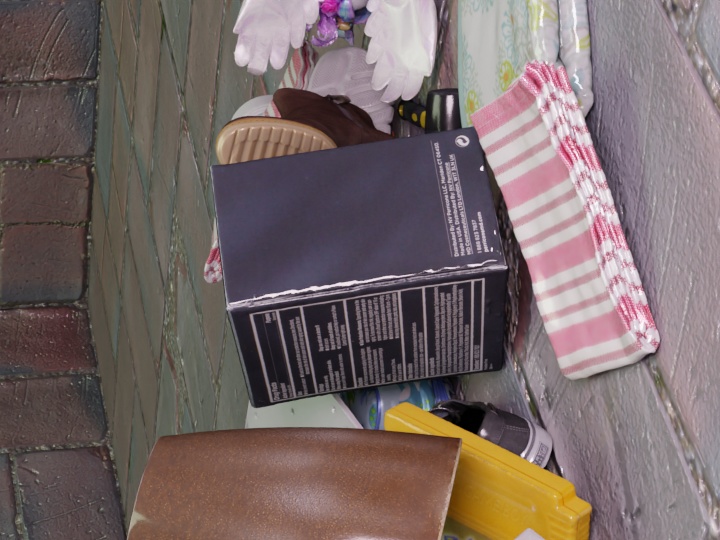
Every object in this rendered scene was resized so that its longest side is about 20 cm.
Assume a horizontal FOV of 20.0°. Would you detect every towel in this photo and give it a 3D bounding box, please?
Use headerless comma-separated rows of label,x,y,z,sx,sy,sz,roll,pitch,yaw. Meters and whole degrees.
towel,-0.095,-0.102,1.873,0.200,0.030,0.146,-58,14,29
towel,0.108,-0.188,1.418,0.171,0.048,0.200,160,106,-76
towel,0.128,-0.028,1.331,0.146,0.030,0.200,141,111,-74

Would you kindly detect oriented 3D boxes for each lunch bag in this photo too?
lunch bag,0.025,0.158,1.759,0.161,0.082,0.200,-126,35,-65

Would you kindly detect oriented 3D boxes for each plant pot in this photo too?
plant pot,-0.050,0.180,1.361,0.187,0.200,0.187,13,-90,-88

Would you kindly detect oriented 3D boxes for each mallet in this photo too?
mallet,0.057,-0.133,1.669,0.200,0.041,0.066,-121,31,-70

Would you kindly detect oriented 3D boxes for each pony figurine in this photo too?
pony figurine,-0.008,-0.244,1.701,0.200,0.166,0.193,-63,-16,-86

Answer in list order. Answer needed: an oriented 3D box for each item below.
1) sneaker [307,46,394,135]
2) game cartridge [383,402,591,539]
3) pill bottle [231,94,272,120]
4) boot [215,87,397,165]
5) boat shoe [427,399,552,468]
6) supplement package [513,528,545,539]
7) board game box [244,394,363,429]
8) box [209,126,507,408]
sneaker,0.000,-0.091,1.779,0.112,0.077,0.200,85,175,-61
game cartridge,0.083,0.214,1.459,0.176,0.032,0.200,23,125,37
pill bottle,-0.075,-0.091,2.040,0.200,0.112,0.112,-112,23,-52
boot,-0.046,-0.101,1.616,0.072,0.200,0.166,-63,32,18
boat shoe,0.076,0.126,1.532,0.070,0.066,0.200,-61,15,-6
supplement package,0.101,0.291,1.351,0.109,0.114,0.200,36,141,24
board game box,-0.035,0.163,1.716,0.200,0.026,0.200,51,143,37
box,0.000,0.000,1.503,0.200,0.198,0.123,85,175,-65
